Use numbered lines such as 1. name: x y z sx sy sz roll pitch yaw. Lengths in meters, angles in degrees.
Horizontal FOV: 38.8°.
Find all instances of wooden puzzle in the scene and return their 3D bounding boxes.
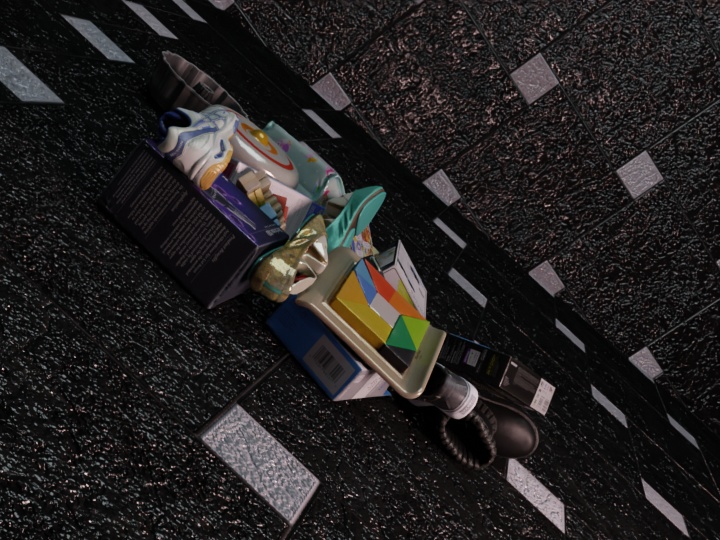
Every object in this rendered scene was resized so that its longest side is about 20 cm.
1. wooden puzzle: 0.022 0.059 1.350 0.199 0.037 0.185 39 28 -3

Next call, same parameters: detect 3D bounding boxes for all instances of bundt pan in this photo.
1. bundt pan: -0.298 -0.301 1.842 0.201 0.076 0.202 39 14 -11

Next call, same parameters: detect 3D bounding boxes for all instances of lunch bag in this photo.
1. lunch bag: -0.108 -0.129 1.734 0.170 0.122 0.200 40 -12 23

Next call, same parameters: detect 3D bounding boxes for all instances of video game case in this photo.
1. video game case: 0.000 0.000 1.606 0.143 0.018 0.203 13 67 -73

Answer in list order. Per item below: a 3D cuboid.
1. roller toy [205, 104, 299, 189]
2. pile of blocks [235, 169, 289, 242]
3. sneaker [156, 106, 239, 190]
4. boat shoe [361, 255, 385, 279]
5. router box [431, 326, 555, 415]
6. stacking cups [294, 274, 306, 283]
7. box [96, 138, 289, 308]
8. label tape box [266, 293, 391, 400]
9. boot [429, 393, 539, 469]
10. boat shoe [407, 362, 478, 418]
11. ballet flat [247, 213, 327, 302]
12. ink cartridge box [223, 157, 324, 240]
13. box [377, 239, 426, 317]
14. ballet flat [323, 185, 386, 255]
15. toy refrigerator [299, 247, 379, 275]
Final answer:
1. roller toy: -0.190 -0.157 1.557 0.182 0.140 0.200 40 13 -7
2. pile of blocks: -0.114 -0.057 1.415 0.082 0.062 0.202 34 -31 41
3. sneaker: -0.204 -0.175 1.262 0.088 0.075 0.200 36 14 -20
4. boat shoe: 0.032 0.058 1.463 0.076 0.060 0.202 105 -36 -56
5. router box: 0.193 0.152 1.548 0.148 0.052 0.200 19 -8 34
6. stacking cups: -0.070 0.026 1.488 0.060 0.061 0.200 44 12 10
7. box: -0.207 -0.063 1.292 0.200 0.105 0.148 42 13 3
8. label tape box: -0.021 0.102 1.390 0.144 0.063 0.199 47 15 19
9. boot: 0.187 0.241 1.503 0.209 0.080 0.158 27 9 -13
10. boat shoe: 0.092 0.157 1.436 0.066 0.070 0.200 38 -5 -20
11. ballet flat: -0.077 -0.013 1.307 0.071 0.071 0.200 41 29 1
12. ink cartridge box: -0.144 -0.075 1.469 0.042 0.120 0.199 29 3 40
13. box: 0.066 0.028 1.802 0.118 0.060 0.200 62 11 -9
14. ballet flat: -0.029 -0.071 1.499 0.070 0.068 0.201 26 48 8
15. toy refrigerator: -0.035 -0.016 1.698 0.070 0.076 0.200 43 13 9
